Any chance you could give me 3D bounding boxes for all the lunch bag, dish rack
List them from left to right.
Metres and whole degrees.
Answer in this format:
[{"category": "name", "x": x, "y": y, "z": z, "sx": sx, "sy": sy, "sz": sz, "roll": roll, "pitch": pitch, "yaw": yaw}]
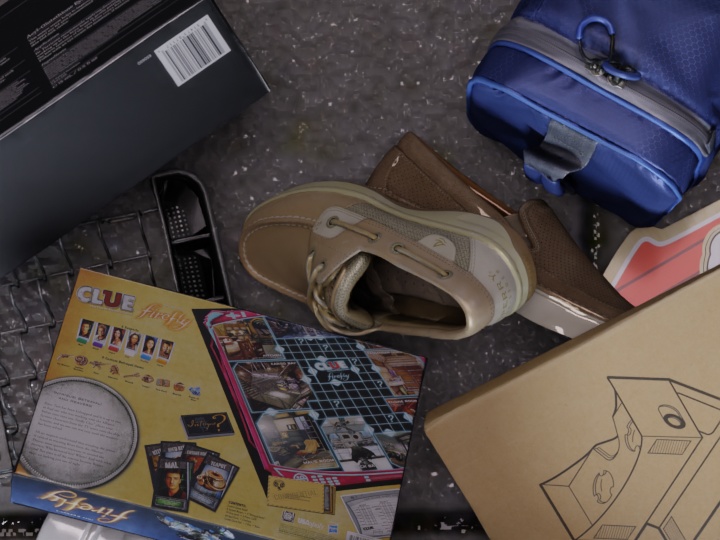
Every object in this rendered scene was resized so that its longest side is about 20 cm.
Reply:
[{"category": "dish rack", "x": -0.170, "y": 0.038, "z": 1.254, "sx": 0.199, "sy": 0.055, "sz": 0.154, "roll": -13, "pitch": 80, "yaw": -3}, {"category": "lunch bag", "x": 0.135, "y": -0.099, "z": 1.180, "sx": 0.135, "sy": 0.200, "sz": 0.133, "roll": 29, "pitch": 87, "yaw": 6}]

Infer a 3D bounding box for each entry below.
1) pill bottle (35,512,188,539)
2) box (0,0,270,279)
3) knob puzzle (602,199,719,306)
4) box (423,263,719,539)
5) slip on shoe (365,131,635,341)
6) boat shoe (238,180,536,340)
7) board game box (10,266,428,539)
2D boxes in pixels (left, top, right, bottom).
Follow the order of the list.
[{"category": "pill bottle", "x": -0.077, "y": 0.182, "z": 1.202, "sx": 0.199, "sy": 0.111, "sz": 0.111, "roll": 25, "pitch": 85, "yaw": 7}, {"category": "box", "x": -0.167, "y": -0.097, "z": 1.232, "sx": 0.199, "sy": 0.079, "sz": 0.141, "roll": -34, "pitch": 37, "yaw": 0}, {"category": "knob puzzle", "x": 0.205, "y": 0.061, "z": 1.238, "sx": 0.218, "sy": 0.030, "sz": 0.221, "roll": -1, "pitch": 82, "yaw": 5}, {"category": "box", "x": 0.157, "y": 0.104, "z": 1.184, "sx": 0.199, "sy": 0.021, "sz": 0.164, "roll": -28, "pitch": 101, "yaw": 19}, {"category": "slip on shoe", "x": 0.092, "y": -0.011, "z": 1.229, "sx": 0.199, "sy": 0.076, "sz": 0.061, "roll": 29, "pitch": 94, "yaw": 22}, {"category": "boat shoe", "x": 0.000, "y": 0.000, "z": 1.201, "sx": 0.199, "sy": 0.065, "sz": 0.073, "roll": 10, "pitch": 126, "yaw": 39}, {"category": "board game box", "x": -0.073, "y": 0.084, "z": 1.179, "sx": 0.199, "sy": 0.035, "sz": 0.136, "roll": 15, "pitch": 55, "yaw": -2}]
